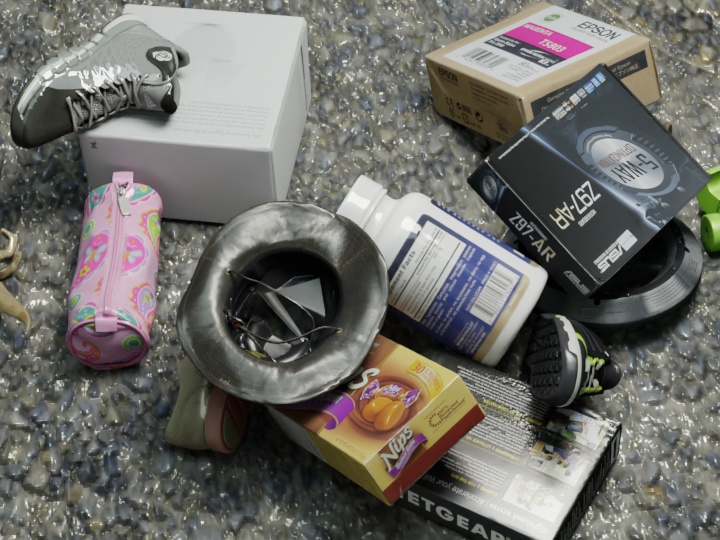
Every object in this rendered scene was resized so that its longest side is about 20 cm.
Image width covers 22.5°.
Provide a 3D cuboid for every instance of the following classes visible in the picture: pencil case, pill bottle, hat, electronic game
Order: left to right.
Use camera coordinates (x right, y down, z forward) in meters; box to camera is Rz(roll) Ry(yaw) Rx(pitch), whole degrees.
[{"bbox_3d":[-0.239,-0.001,1.772,0.087,0.088,0.200,0,49,2],"label":"pencil case"},{"bbox_3d":[-0.065,0.042,1.637,0.200,0.081,0.201,-2,63,4],"label":"hat"},{"bbox_3d":[0.065,-0.003,1.694,0.200,0.111,0.111,32,54,2],"label":"pill bottle"},{"bbox_3d":[0.237,-0.011,1.788,0.199,0.042,0.200,-3,40,2],"label":"electronic game"}]

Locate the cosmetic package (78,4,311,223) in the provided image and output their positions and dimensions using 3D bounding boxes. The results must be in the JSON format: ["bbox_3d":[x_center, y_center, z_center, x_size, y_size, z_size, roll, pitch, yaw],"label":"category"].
[{"bbox_3d":[-0.166,-0.161,1.885,0.199,0.123,0.200,6,48,8],"label":"cosmetic package"}]

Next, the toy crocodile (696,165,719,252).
[{"bbox_3d":[0.384,-0.021,1.778,0.067,0.062,0.200,-11,49,-7],"label":"toy crocodile"}]

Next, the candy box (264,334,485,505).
[{"bbox_3d":[0.008,0.121,1.603,0.117,0.057,0.200,-41,30,-14],"label":"candy box"}]

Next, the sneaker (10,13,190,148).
[{"bbox_3d":[-0.242,-0.173,1.773,0.115,0.075,0.200,28,55,23],"label":"sneaker"}]

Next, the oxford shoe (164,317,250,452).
[{"bbox_3d":[-0.137,0.076,1.701,0.074,0.071,0.201,-1,53,20],"label":"oxford shoe"}]

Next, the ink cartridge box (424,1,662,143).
[{"bbox_3d":[0.188,-0.203,1.897,0.164,0.075,0.200,-27,29,-20],"label":"ink cartridge box"}]

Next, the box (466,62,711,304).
[{"bbox_3d":[0.219,-0.086,1.724,0.160,0.044,0.200,48,55,4],"label":"box"}]

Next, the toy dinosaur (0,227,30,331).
[{"bbox_3d":[-0.374,0.011,1.799,0.199,0.058,0.101,18,66,27],"label":"toy dinosaur"}]

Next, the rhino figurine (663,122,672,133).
[{"bbox_3d":[0.249,-0.109,1.835,0.087,0.060,0.200,14,30,24],"label":"rhino figurine"}]

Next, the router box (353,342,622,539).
[{"bbox_3d":[0.113,0.165,1.630,0.199,0.051,0.149,23,55,21],"label":"router box"}]

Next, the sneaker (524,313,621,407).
[{"bbox_3d":[0.200,0.080,1.637,0.083,0.072,0.200,18,12,-2],"label":"sneaker"}]
